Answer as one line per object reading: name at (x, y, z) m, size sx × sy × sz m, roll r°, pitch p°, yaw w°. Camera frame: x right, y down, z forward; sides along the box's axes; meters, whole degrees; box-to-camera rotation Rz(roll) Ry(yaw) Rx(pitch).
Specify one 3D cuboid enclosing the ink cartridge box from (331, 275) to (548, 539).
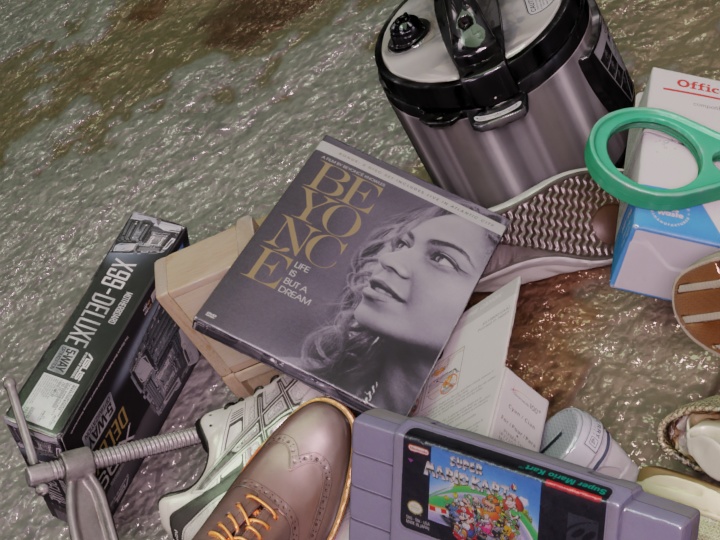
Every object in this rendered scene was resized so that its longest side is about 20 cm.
ink cartridge box at (0.038, 0.117, 0.851) m, size 0.200 × 0.045 × 0.176 m, roll -37°, pitch 22°, yaw 38°

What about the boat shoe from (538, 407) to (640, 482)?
boat shoe at (0.087, 0.171, 0.804) m, size 0.200 × 0.067 × 0.074 m, roll -43°, pitch 17°, yaw 23°

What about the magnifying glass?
magnifying glass at (0.246, -0.067, 0.855) m, size 0.199 × 0.022 × 0.080 m, roll 8°, pitch 51°, yaw -2°

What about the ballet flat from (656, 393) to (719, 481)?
ballet flat at (0.244, 0.110, 0.729) m, size 0.075 × 0.068 × 0.200 m, roll -2°, pitch 5°, yaw -32°

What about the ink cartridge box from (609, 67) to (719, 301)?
ink cartridge box at (0.246, -0.070, 0.915) m, size 0.116 × 0.068 × 0.200 m, roll 13°, pitch 51°, yaw 4°

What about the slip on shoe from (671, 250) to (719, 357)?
slip on shoe at (0.282, 0.013, 0.754) m, size 0.200 × 0.076 × 0.061 m, roll -10°, pitch 4°, yaw 38°

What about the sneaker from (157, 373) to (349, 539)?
sneaker at (-0.064, 0.103, 0.881) m, size 0.087 × 0.076 × 0.200 m, roll 23°, pitch 60°, yaw 14°

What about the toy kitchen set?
toy kitchen set at (-0.046, -0.024, 1.008) m, size 0.163 × 0.181 × 0.200 m, roll -23°, pitch 44°, yaw 10°

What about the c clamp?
c clamp at (-0.130, 0.141, 0.897) m, size 0.199 × 0.027 × 0.171 m, roll -5°, pitch 69°, yaw -27°

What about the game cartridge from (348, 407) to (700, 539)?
game cartridge at (0.079, 0.157, 0.705) m, size 0.200 × 0.130 × 0.038 m, roll 13°, pitch 25°, yaw 34°

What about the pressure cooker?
pressure cooker at (0.107, -0.151, 1.022) m, size 0.176 × 0.200 × 0.179 m, roll 20°, pitch 61°, yaw 45°

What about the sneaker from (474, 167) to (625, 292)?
sneaker at (0.134, -0.029, 0.983) m, size 0.199 × 0.085 × 0.073 m, roll -12°, pitch 84°, yaw -2°

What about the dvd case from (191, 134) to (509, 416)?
dvd case at (0.000, 0.000, 0.877) m, size 0.148 × 0.016 × 0.200 m, roll 26°, pitch 49°, yaw 7°

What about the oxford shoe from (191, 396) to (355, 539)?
oxford shoe at (-0.062, 0.162, 0.781) m, size 0.071 × 0.073 × 0.200 m, roll 27°, pitch 76°, yaw 13°

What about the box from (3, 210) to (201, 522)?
box at (-0.188, 0.080, 1.012) m, size 0.050 × 0.158 × 0.200 m, roll 17°, pitch 55°, yaw 14°

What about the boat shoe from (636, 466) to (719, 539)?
boat shoe at (0.238, 0.169, 0.715) m, size 0.200 × 0.073 × 0.065 m, roll 19°, pitch 85°, yaw 36°
